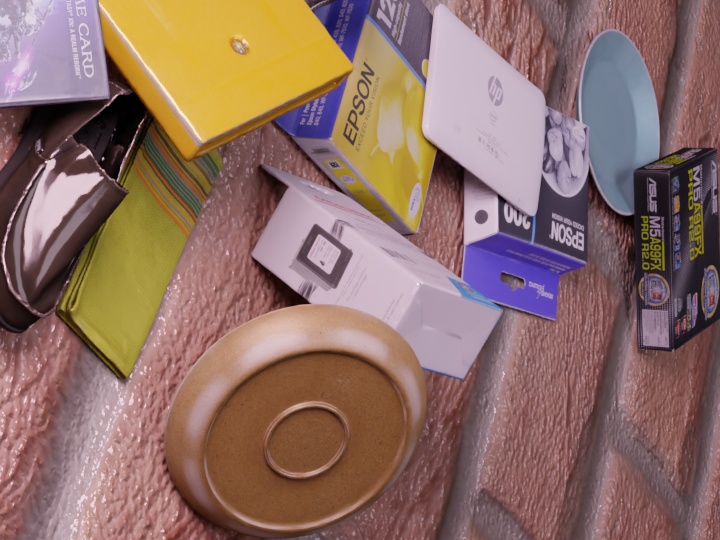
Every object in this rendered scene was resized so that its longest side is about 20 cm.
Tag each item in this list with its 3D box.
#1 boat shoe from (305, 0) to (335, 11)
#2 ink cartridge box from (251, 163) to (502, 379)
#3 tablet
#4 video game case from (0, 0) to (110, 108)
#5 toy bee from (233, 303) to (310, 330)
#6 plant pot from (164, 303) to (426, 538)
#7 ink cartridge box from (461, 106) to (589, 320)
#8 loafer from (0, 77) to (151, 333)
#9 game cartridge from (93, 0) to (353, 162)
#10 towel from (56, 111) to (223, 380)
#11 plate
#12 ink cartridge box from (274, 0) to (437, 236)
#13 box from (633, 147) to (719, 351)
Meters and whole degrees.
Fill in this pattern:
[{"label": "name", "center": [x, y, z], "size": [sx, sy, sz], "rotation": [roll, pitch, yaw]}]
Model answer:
[{"label": "boat shoe", "center": [-0.081, -0.193, 1.383], "size": [0.200, 0.071, 0.067], "rotation": [-23, 111, -50]}, {"label": "ink cartridge box", "center": [0.000, 0.000, 1.413], "size": [0.116, 0.200, 0.067], "rotation": [18, 105, -50]}, {"label": "tablet", "center": [0.116, -0.143, 1.648], "size": [0.200, 0.014, 0.131], "rotation": [32, 58, -50]}, {"label": "video game case", "center": [-0.249, -0.171, 1.122], "size": [0.199, 0.019, 0.144], "rotation": [-10, 94, -43]}, {"label": "toy bee", "center": [-0.012, 0.081, 1.408], "size": [0.200, 0.108, 0.132], "rotation": [19, 46, -63]}, {"label": "plant pot", "center": [-0.042, 0.117, 1.309], "size": [0.201, 0.199, 0.028], "rotation": [59, -1, -34]}, {"label": "ink cartridge box", "center": [0.162, -0.063, 1.757], "size": [0.198, 0.043, 0.202], "rotation": [15, 75, -56]}, {"label": "loafer", "center": [-0.194, -0.053, 1.185], "size": [0.073, 0.071, 0.201], "rotation": [46, 50, -44]}, {"label": "game cartridge", "center": [-0.119, -0.186, 1.264], "size": [0.200, 0.032, 0.176], "rotation": [52, 43, 6]}, {"label": "towel", "center": [-0.153, -0.028, 1.294], "size": [0.086, 0.018, 0.201], "rotation": [51, 47, -40]}, {"label": "plate", "center": [0.271, -0.159, 1.951], "size": [0.200, 0.025, 0.202], "rotation": [9, 80, -56]}, {"label": "ink cartridge box", "center": [0.006, -0.164, 1.532], "size": [0.200, 0.047, 0.199], "rotation": [47, 49, -46]}, {"label": "box", "center": [0.353, -0.026, 2.014], "size": [0.160, 0.044, 0.202], "rotation": [-21, 111, -57]}]
